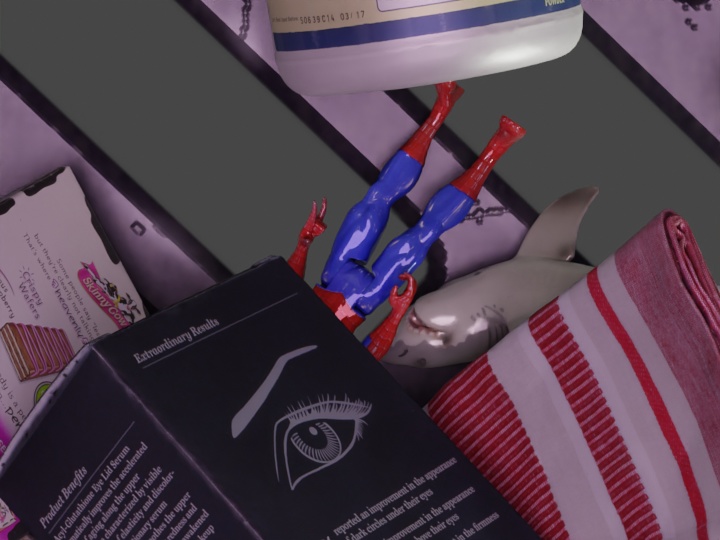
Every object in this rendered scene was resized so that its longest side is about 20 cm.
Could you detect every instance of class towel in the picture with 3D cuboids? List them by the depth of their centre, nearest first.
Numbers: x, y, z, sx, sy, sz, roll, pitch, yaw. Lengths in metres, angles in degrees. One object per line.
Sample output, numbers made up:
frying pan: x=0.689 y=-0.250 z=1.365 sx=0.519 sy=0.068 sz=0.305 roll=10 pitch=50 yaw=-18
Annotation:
towel: x=0.102 y=0.083 z=1.311 sx=0.200 sy=0.023 sz=0.144 roll=-41 pitch=63 yaw=41

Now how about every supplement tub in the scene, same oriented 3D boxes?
supplement tub: x=0.019 y=-0.188 z=1.346 sx=0.145 sy=0.145 sz=0.200 roll=-9 pitch=98 yaw=1

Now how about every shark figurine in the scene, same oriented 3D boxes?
shark figurine: x=0.126 y=0.044 z=1.401 sx=0.128 sy=0.214 sz=0.090 roll=-47 pitch=138 yaw=-22

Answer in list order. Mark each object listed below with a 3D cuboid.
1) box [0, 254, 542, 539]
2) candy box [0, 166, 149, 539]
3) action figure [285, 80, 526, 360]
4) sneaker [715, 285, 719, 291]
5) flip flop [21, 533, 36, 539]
box: x=-0.038 y=0.111 z=1.305 sx=0.200 sy=0.148 sz=0.104 roll=48 pitch=126 yaw=13
candy box: x=-0.179 y=0.053 z=1.354 sx=0.061 sy=0.200 sz=0.136 roll=-22 pitch=98 yaw=39
action figure: x=0.000 y=0.000 z=1.407 sx=0.065 sy=0.052 sz=0.200 roll=34 pitch=92 yaw=10
sneaker: x=0.217 y=0.075 z=1.376 sx=0.091 sy=0.200 sz=0.078 roll=-8 pitch=141 yaw=-12
flip flop: x=-0.188 y=0.110 z=1.427 sx=0.058 sy=0.081 sz=0.200 roll=-38 pitch=102 yaw=20
